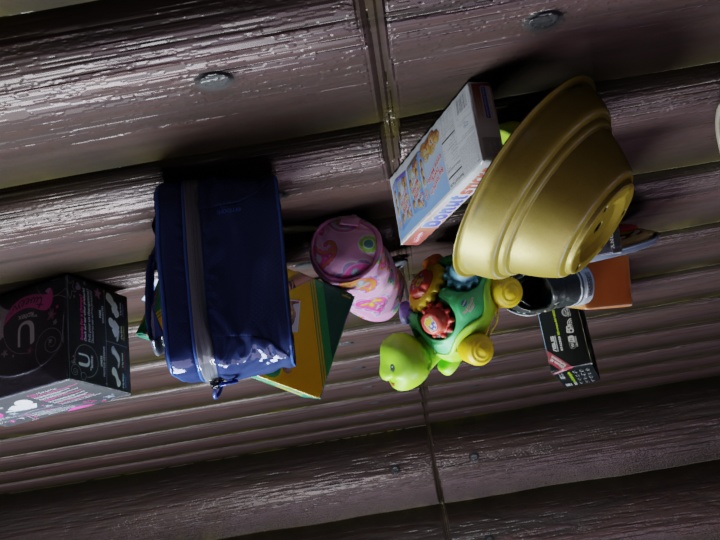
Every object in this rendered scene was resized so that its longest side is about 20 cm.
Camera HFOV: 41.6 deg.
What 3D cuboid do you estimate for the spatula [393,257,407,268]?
[{"bbox_3d":[-0.031,0.015,1.241,0.199,0.021,0.057,-15,161,16],"label":"spatula"}]

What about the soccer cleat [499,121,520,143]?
[{"bbox_3d":[0.165,-0.102,0.912,0.084,0.065,0.200,-33,159,1],"label":"soccer cleat"}]

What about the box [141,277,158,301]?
[{"bbox_3d":[-0.143,0.033,1.094,0.199,0.048,0.122,19,160,-16],"label":"box"}]

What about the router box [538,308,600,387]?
[{"bbox_3d":[0.315,0.090,1.449,0.062,0.150,0.200,-13,163,14],"label":"router box"}]

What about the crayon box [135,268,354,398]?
[{"bbox_3d":[-0.119,0.047,0.997,0.200,0.119,0.058,23,168,-19],"label":"crayon box"}]

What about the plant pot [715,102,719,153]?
[{"bbox_3d":[0.455,-0.099,0.862,0.183,0.201,0.200,-23,161,9],"label":"plant pot"}]

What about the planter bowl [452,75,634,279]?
[{"bbox_3d":[0.172,-0.056,0.804,0.200,0.083,0.201,-43,156,-24],"label":"planter bowl"}]

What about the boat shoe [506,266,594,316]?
[{"bbox_3d":[0.215,0.023,1.181,0.056,0.069,0.200,-10,177,-20],"label":"boat shoe"}]

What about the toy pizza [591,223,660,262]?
[{"bbox_3d":[0.262,-0.033,1.155,0.199,0.032,0.200,-13,-176,1],"label":"toy pizza"}]

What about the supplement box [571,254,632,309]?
[{"bbox_3d":[0.281,0.014,1.230,0.069,0.067,0.200,-6,-179,-7],"label":"supplement box"}]

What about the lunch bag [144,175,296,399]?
[{"bbox_3d":[-0.132,0.017,0.879,0.132,0.201,0.136,-5,169,-4],"label":"lunch bag"}]

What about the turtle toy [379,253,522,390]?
[{"bbox_3d":[0.097,0.058,1.138,0.101,0.200,0.146,31,174,-21],"label":"turtle toy"}]

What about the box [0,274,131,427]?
[{"bbox_3d":[-0.391,0.099,1.134,0.199,0.133,0.115,-16,159,20],"label":"box"}]

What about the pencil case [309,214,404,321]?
[{"bbox_3d":[0.000,0.000,1.101,0.087,0.088,0.200,-12,163,9],"label":"pencil case"}]

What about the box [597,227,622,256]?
[{"bbox_3d":[0.190,-0.036,1.030,0.142,0.036,0.200,-10,-170,3],"label":"box"}]

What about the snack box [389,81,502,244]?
[{"bbox_3d":[0.073,-0.090,0.854,0.024,0.072,0.200,-4,163,-19],"label":"snack box"}]
